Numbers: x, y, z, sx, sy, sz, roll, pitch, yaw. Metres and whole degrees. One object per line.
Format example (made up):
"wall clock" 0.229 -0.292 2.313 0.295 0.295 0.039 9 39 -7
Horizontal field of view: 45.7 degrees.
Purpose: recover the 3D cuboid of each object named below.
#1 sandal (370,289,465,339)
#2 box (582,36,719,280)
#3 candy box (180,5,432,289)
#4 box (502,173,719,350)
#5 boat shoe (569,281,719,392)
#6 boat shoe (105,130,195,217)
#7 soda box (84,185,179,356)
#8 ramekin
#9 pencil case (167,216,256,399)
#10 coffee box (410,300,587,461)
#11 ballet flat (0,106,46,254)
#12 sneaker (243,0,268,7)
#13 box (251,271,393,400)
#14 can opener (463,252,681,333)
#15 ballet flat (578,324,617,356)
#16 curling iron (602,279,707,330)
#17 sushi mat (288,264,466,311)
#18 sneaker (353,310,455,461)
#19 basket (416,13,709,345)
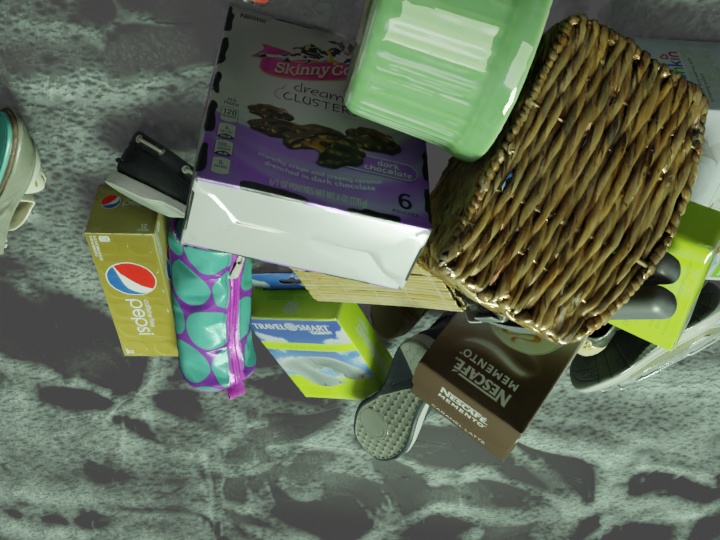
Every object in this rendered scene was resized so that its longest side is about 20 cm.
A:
"sandal" 0.088 0.004 0.897 0.069 0.078 0.212 -14 160 -37
"box" 0.289 -0.088 0.747 0.174 0.097 0.201 2 140 -2
"candy box" -0.038 -0.098 0.653 0.166 0.201 0.072 11 138 -13
"box" 0.184 -0.026 0.708 0.199 0.048 0.123 26 143 23
"boat shoe" 0.331 0.087 0.974 0.065 0.075 0.201 35 122 -29
"boat shoe" -0.128 -0.064 0.746 0.198 0.061 0.076 25 174 8
"soda box" -0.224 0.007 0.883 0.067 0.065 0.201 1 140 0
"ramekin" 0.056 -0.182 0.565 0.097 0.201 0.201 14 138 -6
"pencil case" -0.145 0.028 0.859 0.085 0.092 0.202 -25 137 -33
"coffee box" 0.150 0.060 0.814 0.114 0.200 0.080 34 155 13
"ballet flat" -0.329 -0.080 0.794 0.063 0.068 0.200 -2 150 -43
"sneaker" -0.105 -0.274 0.564 0.093 0.071 0.199 -40 126 15
"box" -0.044 0.078 0.962 0.121 0.048 0.201 -1 143 26
"can opener" 0.168 0.020 0.692 0.067 0.054 0.199 25 160 -39
"ballet flat" 0.252 0.029 0.909 0.066 0.057 0.201 13 139 11
"curling iron" 0.297 0.043 0.960 0.050 0.026 0.200 42 133 -12
"sushi mat" 0.000 0.000 0.785 0.199 0.012 0.096 2 137 46
"sneaker" 0.078 0.122 0.952 0.077 0.146 0.203 44 134 16
"basket" 0.143 -0.059 0.624 0.142 0.149 0.201 28 92 -8
